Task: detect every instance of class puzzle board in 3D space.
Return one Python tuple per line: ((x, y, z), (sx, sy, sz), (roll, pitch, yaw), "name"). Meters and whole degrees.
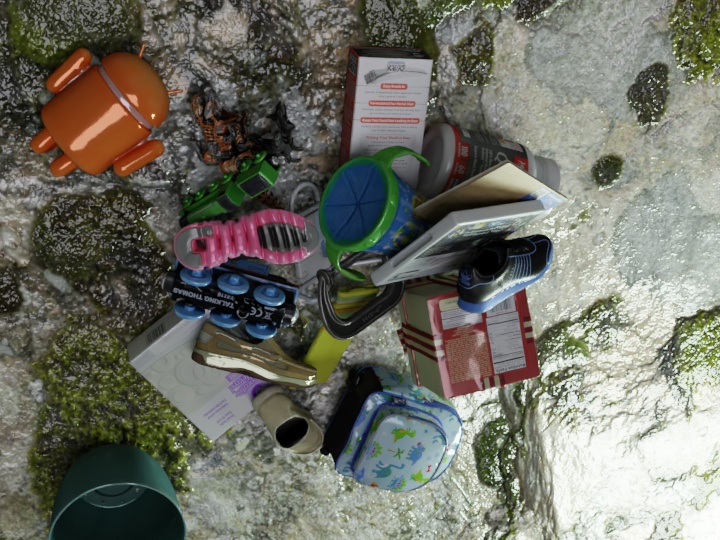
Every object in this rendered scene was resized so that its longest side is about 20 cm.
((0.186, -0.096, 1.443), (0.151, 0.017, 0.200), (-28, 155, 27), "puzzle board")

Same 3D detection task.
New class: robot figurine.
((-0.334, -0.204, 1.342), (0.200, 0.144, 0.117), (-38, 152, 3), "robot figurine")

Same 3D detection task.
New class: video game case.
((0.137, -0.040, 1.441), (0.200, 0.023, 0.182), (-10, 160, -44), "video game case")

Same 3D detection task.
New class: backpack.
((0.065, 0.270, 1.671), (0.200, 0.147, 0.183), (13, 113, -26), "backpack")

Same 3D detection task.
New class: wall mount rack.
((-0.035, -0.043, 1.538), (0.174, 0.074, 0.200), (-32, 127, -38), "wall mount rack")

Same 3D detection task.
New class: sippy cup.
((0.033, -0.078, 1.445), (0.178, 0.140, 0.130), (-32, 146, 32), "sippy cup")

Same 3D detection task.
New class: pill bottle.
((0.190, -0.143, 1.529), (0.200, 0.116, 0.116), (11, 111, -21), "pill bottle")

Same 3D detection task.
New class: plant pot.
((-0.377, 0.363, 1.572), (0.200, 0.161, 0.201), (-7, 116, -14), "plant pot")

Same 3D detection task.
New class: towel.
((-0.044, 0.103, 1.590), (0.086, 0.018, 0.200), (-4, 132, -46), "towel")

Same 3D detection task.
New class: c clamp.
((0.000, 0.000, 1.519), (0.200, 0.027, 0.171), (-41, 121, -32), "c clamp")

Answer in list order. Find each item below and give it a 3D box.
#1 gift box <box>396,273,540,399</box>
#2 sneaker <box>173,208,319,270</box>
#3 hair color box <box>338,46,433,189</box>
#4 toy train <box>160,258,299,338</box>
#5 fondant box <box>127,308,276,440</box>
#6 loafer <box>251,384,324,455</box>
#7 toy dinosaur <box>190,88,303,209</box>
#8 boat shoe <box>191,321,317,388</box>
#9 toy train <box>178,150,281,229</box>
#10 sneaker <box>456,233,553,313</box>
((0.165, 0.078, 1.592), (0.184, 0.187, 0.201), (-7, 95, -14), "gift box")
((-0.159, -0.045, 1.434), (0.199, 0.095, 0.079), (-3, 92, -6), "sneaker")
((0.033, -0.216, 1.477), (0.111, 0.064, 0.200), (-1, 117, -15), "hair color box")
((-0.184, 0.027, 1.476), (0.200, 0.114, 0.087), (15, 120, -4), "toy train")
((-0.237, 0.146, 1.571), (0.144, 0.058, 0.200), (-39, 120, 3), "fondant box")
((-0.111, 0.254, 1.625), (0.076, 0.068, 0.200), (-34, 143, 1), "loafer")
((-0.159, -0.171, 1.441), (0.136, 0.102, 0.200), (-24, 139, 12), "toy dinosaur")
((-0.148, 0.122, 1.524), (0.200, 0.072, 0.076), (17, 88, -28), "boat shoe")
((-0.185, -0.104, 1.416), (0.200, 0.056, 0.042), (-26, 125, 38), "toy train")
((0.214, -0.015, 1.477), (0.200, 0.070, 0.078), (-35, 138, -35), "sneaker")
